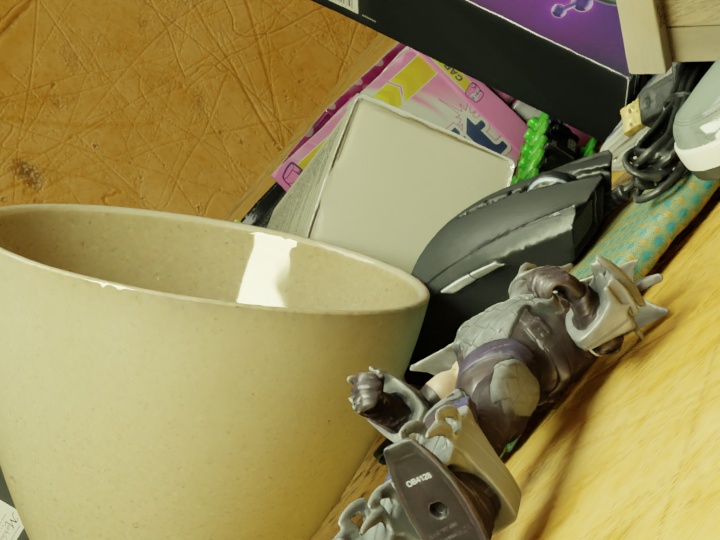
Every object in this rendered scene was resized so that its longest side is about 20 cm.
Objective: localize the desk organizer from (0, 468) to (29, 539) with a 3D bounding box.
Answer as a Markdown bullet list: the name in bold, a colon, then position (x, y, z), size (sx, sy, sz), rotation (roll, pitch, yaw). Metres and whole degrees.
- **desk organizer**: position (-0.163, 0.088, 1.522), size (0.201, 0.072, 0.077), rotation (-60, 6, 10)

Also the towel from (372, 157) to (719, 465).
- **towel**: position (0.094, 0.009, 1.218), size (0.200, 0.022, 0.147), rotation (-48, 7, -16)

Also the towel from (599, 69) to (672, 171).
- **towel**: position (0.196, -0.136, 1.399), size (0.147, 0.024, 0.200), rotation (-45, 4, 44)

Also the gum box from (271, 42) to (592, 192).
- **gum box**: position (0.046, -0.071, 1.609), size (0.066, 0.113, 0.200), rotation (-51, 7, -32)

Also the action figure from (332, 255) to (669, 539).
- **action figure**: position (0.047, 0.048, 1.060), size (0.130, 0.069, 0.200), rotation (-39, 11, 33)

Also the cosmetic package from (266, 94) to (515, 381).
- **cosmetic package**: position (0.000, 0.000, 1.416), size (0.200, 0.087, 0.104), rotation (133, 158, -72)

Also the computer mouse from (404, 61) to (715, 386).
- **computer mouse**: position (0.085, -0.037, 1.261), size (0.200, 0.046, 0.141), rotation (-41, 9, 39)

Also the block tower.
- **block tower**: position (0.173, -0.153, 1.261), size (0.058, 0.054, 0.200), rotation (0, 29, 29)

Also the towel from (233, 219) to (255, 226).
- **towel**: position (-0.080, 0.066, 1.585), size (0.200, 0.023, 0.144), rotation (87, -161, -72)

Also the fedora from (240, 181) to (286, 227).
- **fedora**: position (-0.058, 0.016, 1.882), size (0.201, 0.092, 0.201), rotation (-47, 6, 6)

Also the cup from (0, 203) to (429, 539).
- **cup**: position (-0.079, 0.062, 1.222), size (0.200, 0.199, 0.144), rotation (-89, 9, -81)

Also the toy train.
- **toy train**: position (0.089, -0.033, 1.430), size (0.057, 0.042, 0.200), rotation (-57, 3, 17)

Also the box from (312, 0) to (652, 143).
- **box**: position (0.082, -0.176, 1.484), size (0.141, 0.199, 0.079), rotation (-58, -14, -24)

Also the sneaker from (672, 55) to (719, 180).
- **sneaker**: position (0.169, -0.143, 1.131), size (0.200, 0.121, 0.084), rotation (-49, 18, -9)
